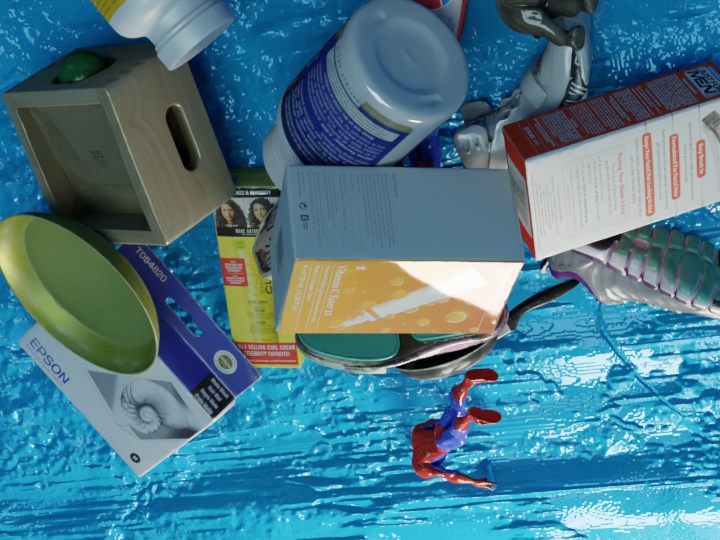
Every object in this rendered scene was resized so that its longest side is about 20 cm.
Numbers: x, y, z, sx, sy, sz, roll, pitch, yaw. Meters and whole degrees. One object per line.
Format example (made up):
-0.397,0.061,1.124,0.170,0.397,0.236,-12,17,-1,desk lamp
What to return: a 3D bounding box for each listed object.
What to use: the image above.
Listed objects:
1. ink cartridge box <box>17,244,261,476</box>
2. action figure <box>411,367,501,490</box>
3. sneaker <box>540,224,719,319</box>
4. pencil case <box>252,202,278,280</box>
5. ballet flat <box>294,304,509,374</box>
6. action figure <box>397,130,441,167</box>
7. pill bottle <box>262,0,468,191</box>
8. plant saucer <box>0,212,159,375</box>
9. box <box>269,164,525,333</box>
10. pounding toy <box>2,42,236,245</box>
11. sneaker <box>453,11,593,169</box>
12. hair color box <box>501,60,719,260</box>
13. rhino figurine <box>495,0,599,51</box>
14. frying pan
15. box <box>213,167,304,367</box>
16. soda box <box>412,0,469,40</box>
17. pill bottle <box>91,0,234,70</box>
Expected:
-0.229,0.091,1.644,0.200,0.041,0.200,48,127,-4,ink cartridge box
0.112,0.164,1.606,0.098,0.066,0.200,9,152,-18,action figure
0.269,0.006,1.507,0.199,0.075,0.088,25,140,6,sneaker
0.000,0.000,1.522,0.199,0.078,0.089,22,155,-21,pencil case
0.040,0.062,1.491,0.198,0.070,0.071,-11,154,1,ballet flat
0.058,-0.096,1.478,0.065,0.051,0.202,20,123,55,action figure
-0.004,-0.138,1.402,0.119,0.120,0.200,39,143,-9,pill bottle
-0.267,0.016,1.550,0.199,0.031,0.201,26,144,20,plant saucer
0.028,-0.016,1.396,0.198,0.098,0.125,0,148,-11,box
-0.208,-0.146,1.490,0.183,0.142,0.201,3,122,42,pounding toy
0.144,-0.147,1.438,0.114,0.075,0.201,7,122,6,sneaker
0.229,-0.096,1.397,0.198,0.064,0.112,-17,129,-6,hair color box
0.141,-0.283,1.328,0.087,0.060,0.201,13,127,36,rhino figurine
0.113,0.056,1.562,0.189,0.115,0.031,-29,109,-22,frying pan
-0.098,-0.002,1.589,0.075,0.050,0.202,1,118,12,box
0.069,-0.290,1.387,0.069,0.064,0.201,12,120,7,soda box
-0.196,-0.270,1.362,0.104,0.104,0.200,-36,94,27,pill bottle
